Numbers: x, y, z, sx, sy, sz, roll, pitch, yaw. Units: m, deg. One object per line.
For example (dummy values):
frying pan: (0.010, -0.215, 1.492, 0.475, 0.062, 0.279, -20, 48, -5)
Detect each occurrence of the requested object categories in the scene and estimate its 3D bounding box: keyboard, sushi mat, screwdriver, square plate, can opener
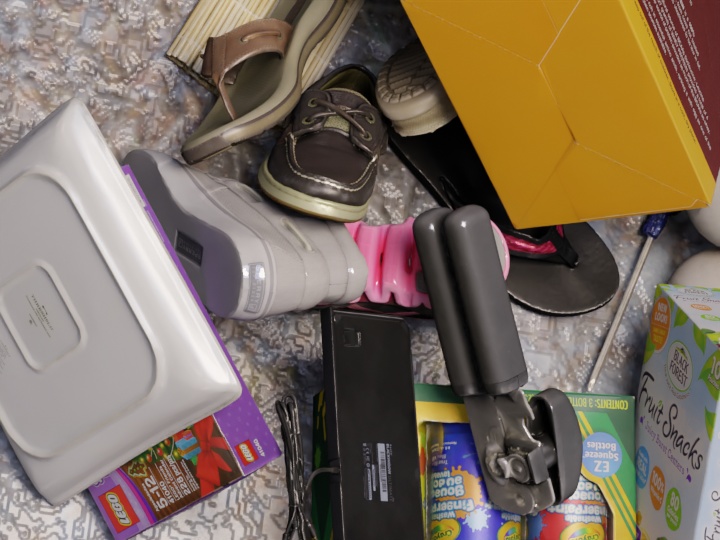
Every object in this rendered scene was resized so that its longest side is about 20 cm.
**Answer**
keyboard: (-0.009, 0.122, 1.629, 0.127, 0.021, 0.201, 8, 73, -47)
sushi mat: (-0.042, -0.195, 1.788, 0.096, 0.012, 0.200, 32, 72, -8)
screwdriver: (0.186, -0.010, 1.803, 0.029, 0.028, 0.200, 43, 64, -34)
square plate: (-0.183, 0.026, 1.614, 0.028, 0.198, 0.200, -26, 86, -49)
can opener: (0.088, 0.053, 1.656, 0.067, 0.053, 0.201, -24, 104, -43)

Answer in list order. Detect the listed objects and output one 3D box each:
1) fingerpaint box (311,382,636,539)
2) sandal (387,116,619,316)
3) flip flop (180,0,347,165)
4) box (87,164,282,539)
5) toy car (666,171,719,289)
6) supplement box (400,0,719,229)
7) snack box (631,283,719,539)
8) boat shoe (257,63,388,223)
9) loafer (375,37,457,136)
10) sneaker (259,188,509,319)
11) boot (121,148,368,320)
fingerpaint box: (0.072, 0.160, 1.715, 0.199, 0.073, 0.167, 5, 77, -14)
sandal: (0.092, -0.046, 1.778, 0.200, 0.045, 0.075, 46, 71, -3)
flip flop: (-0.067, -0.137, 1.695, 0.058, 0.081, 0.200, 49, 46, -22)
box: (-0.145, 0.053, 1.643, 0.039, 0.137, 0.200, -25, 86, -45)
toy car: (0.301, 0.001, 1.751, 0.175, 0.150, 0.201, 0, 115, -17)
supplement box: (0.142, -0.169, 1.661, 0.197, 0.132, 0.200, 61, 35, -37)
snack box: (0.211, 0.126, 1.686, 0.053, 0.142, 0.201, 4, 107, -14)
boat shoe: (-0.020, -0.084, 1.677, 0.073, 0.200, 0.065, 17, 108, -5)
loafer: (0.071, -0.129, 1.736, 0.068, 0.076, 0.200, 65, 31, -16)
sneaker: (0.000, 0.000, 1.729, 0.199, 0.095, 0.079, 9, 75, 12)
boot: (-0.073, -0.021, 1.671, 0.095, 0.200, 0.074, -1, 115, -30)
